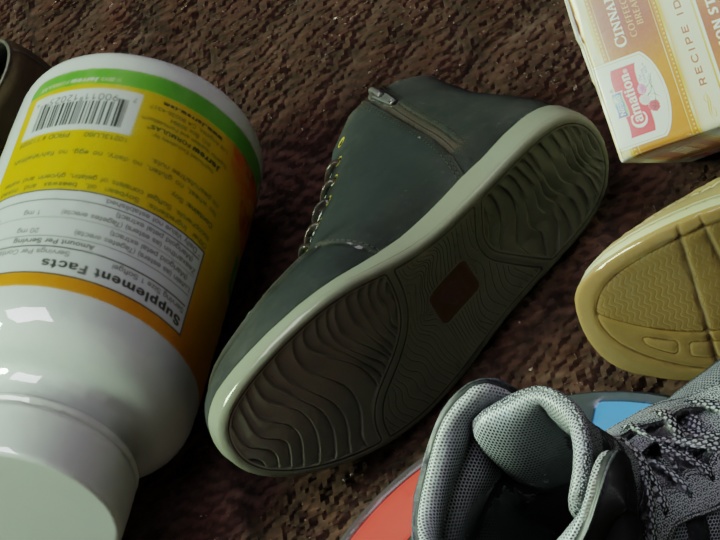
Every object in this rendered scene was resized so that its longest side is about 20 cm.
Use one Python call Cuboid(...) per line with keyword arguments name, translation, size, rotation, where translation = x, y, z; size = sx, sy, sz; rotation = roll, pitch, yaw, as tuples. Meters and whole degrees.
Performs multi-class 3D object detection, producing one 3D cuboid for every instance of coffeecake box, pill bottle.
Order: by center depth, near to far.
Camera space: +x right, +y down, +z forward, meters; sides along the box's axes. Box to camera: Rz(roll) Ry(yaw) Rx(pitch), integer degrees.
Cuboid(name="coffeecake box", translation=(0.188, -0.103, 0.794), size=(0.199, 0.153, 0.073), rotation=(-19, 87, 17))
Cuboid(name="pill bottle", translation=(-0.113, 0.017, 0.911), size=(0.111, 0.111, 0.201), rotation=(-9, 47, 26))

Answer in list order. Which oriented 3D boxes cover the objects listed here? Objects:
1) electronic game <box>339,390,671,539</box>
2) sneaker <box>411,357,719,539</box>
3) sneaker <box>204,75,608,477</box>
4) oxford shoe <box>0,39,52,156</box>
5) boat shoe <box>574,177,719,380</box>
Cuboid(name="electronic game", translation=(0.064, 0.123, 0.745), size=(0.199, 0.042, 0.201), rotation=(-18, 43, 18))
Cuboid(name="sneaker", translation=(0.088, 0.063, 0.678), size=(0.075, 0.114, 0.200), rotation=(27, 62, 40))
Cuboid(name="sneaker", translation=(0.000, 0.000, 0.893), size=(0.200, 0.075, 0.106), rotation=(-40, 35, -20))
Cuboid(name="oxford shoe", translation=(-0.233, -0.044, 1.073), size=(0.200, 0.085, 0.073), rotation=(-38, 42, -2))
Cuboid(name="boat shoe", translation=(0.173, -0.020, 0.798), size=(0.199, 0.074, 0.069), rotation=(-20, 23, 16))
